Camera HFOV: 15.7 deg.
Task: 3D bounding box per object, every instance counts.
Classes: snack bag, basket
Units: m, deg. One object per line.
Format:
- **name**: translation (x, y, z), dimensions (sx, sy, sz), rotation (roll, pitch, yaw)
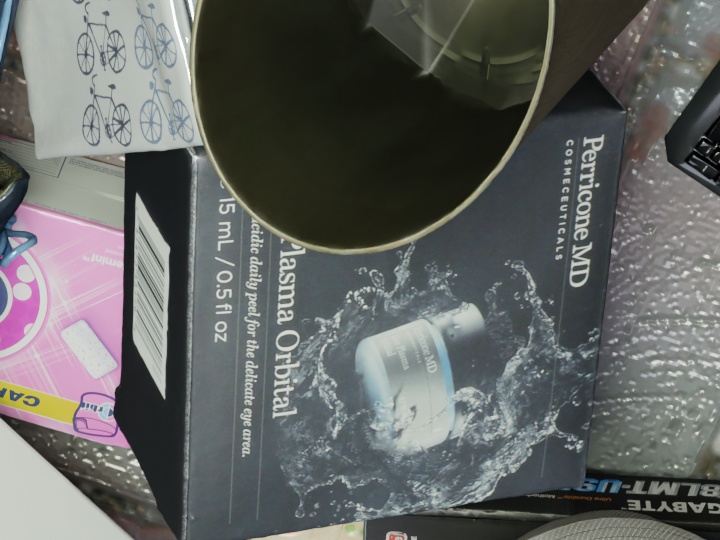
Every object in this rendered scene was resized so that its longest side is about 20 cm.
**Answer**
- **snack bag**: translation (-0.114, -0.147, 1.075), dimensions (0.021, 0.188, 0.202), rotation (-12, 97, -27)
- **basket**: translation (0.042, -0.119, 1.034), dimensions (0.136, 0.200, 0.181), rotation (35, 122, 9)

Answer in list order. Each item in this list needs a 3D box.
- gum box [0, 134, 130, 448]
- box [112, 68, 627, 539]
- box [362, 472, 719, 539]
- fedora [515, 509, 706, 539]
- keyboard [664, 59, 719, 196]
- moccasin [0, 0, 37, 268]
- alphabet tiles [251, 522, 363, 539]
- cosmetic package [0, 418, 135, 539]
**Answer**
- **gum box**: translation (-0.187, -0.003, 1.245), dimensions (0.199, 0.066, 0.114), rotation (16, 117, -3)
- **box**: translation (0.000, 0.000, 1.164), dimensions (0.199, 0.118, 0.198), rotation (-7, 121, -19)
- **box**: translation (0.096, 0.195, 1.324), dimensions (0.197, 0.050, 0.201), rotation (3, 118, 0)
- **fedora**: translation (0.098, 0.185, 1.240), dimensions (0.200, 0.090, 0.177), rotation (-37, 112, 12)
- **keyboard**: translation (0.229, -0.097, 1.169), dimensions (0.104, 0.040, 0.200), rotation (29, 118, -9)
- **moccasin**: translation (-0.174, -0.037, 1.143), dimensions (0.068, 0.080, 0.201), rotation (-7, 119, -24)
- **alphabet tiles**: translation (0.027, 0.176, 1.351), dimensions (0.194, 0.015, 0.201), rotation (14, 119, -5)
- **cosmetic package**: translation (-0.230, 0.177, 1.252), dimensions (0.166, 0.168, 0.200), rotation (45, 143, -17)
